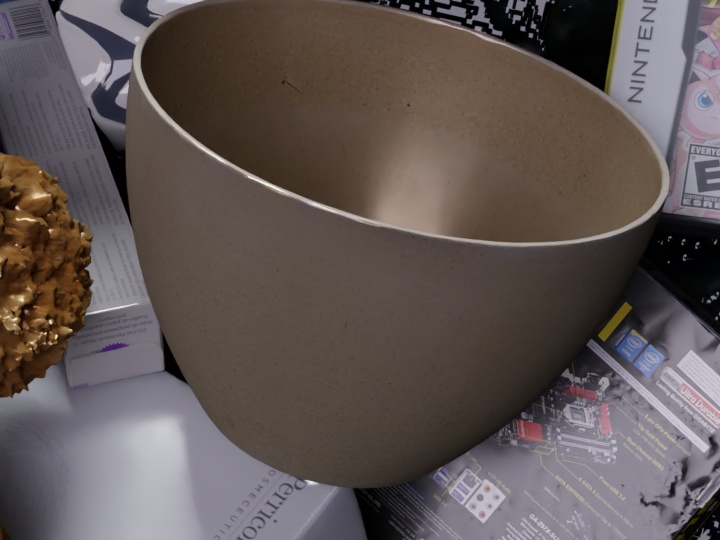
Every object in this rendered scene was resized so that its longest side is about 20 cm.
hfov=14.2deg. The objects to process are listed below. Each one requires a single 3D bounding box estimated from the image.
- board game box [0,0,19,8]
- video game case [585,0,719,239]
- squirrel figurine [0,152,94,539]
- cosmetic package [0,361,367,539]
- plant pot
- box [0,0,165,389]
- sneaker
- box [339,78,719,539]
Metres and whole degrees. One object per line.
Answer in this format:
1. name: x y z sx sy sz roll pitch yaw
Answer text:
1. board game box: -0.217 -0.189 1.219 0.157 0.039 0.201 7 130 20
2. video game case: 0.197 -0.096 1.109 0.199 0.025 0.182 7 81 16
3. squirrel figurine: -0.177 0.033 1.013 0.200 0.142 0.187 -44 90 -10
4. cosmetic package: -0.129 0.137 1.118 0.199 0.123 0.200 28 63 25
5. plant pot: 0.000 0.000 1.069 0.199 0.200 0.135 23 117 16
6. box: -0.122 -0.036 1.160 0.041 0.039 0.200 -13 44 -12
7. sneaker: -0.075 -0.161 1.192 0.129 0.080 0.200 -20 69 2
8. box: 0.053 0.047 1.163 0.200 0.049 0.160 41 99 13
